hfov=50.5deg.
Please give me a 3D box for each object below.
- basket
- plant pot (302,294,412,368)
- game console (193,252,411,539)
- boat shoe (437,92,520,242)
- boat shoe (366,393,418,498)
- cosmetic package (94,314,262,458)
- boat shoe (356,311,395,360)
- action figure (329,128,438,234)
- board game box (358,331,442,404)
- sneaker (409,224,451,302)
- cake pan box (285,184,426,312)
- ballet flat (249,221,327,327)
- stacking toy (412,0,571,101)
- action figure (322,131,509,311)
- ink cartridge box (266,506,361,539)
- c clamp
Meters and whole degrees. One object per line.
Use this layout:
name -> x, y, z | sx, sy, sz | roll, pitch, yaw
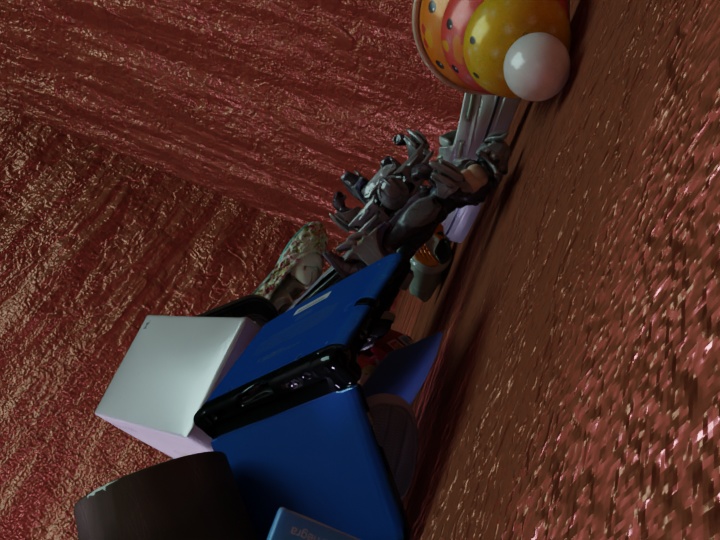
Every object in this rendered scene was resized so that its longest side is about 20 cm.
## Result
basket -> -0.116, 0.241, 0.524 | 0.181, 0.135, 0.202 | 84, 165, -70
plant pot -> -0.034, 0.161, 1.005 | 0.176, 0.198, 0.202 | -159, 91, -81
game console -> -0.027, 0.107, 0.571 | 0.199, 0.118, 0.171 | -28, 20, 46
boat shoe -> 0.117, -0.131, 0.834 | 0.074, 0.066, 0.202 | -63, -8, -67
boat shoe -> -0.009, 0.179, 0.614 | 0.067, 0.073, 0.202 | -100, 28, -71
cosmetic package -> -0.124, 0.146, 0.774 | 0.198, 0.200, 0.124 | -3, 54, 49
boat shoe -> -0.012, 0.066, 0.710 | 0.200, 0.072, 0.063 | 121, 162, -80
action figure -> 0.023, -0.093, 0.834 | 0.130, 0.070, 0.200 | -36, 7, 3
board game box -> 0.002, 0.120, 0.689 | 0.159, 0.039, 0.199 | -63, -21, 15
sneaker -> 0.101, -0.034, 1.139 | 0.201, 0.075, 0.093 | -64, -10, -54
cake pan box -> 0.000, 0.000, 0.889 | 0.184, 0.052, 0.200 | -42, 3, 35
ballet flat -> -0.093, 0.028, 0.984 | 0.201, 0.064, 0.076 | -54, -36, -10
stacking toy -> 0.124, -0.192, 0.622 | 0.201, 0.144, 0.147 | -98, 25, -60
action figure -> 0.064, -0.056, 0.701 | 0.200, 0.069, 0.130 | -44, -16, 3
ink cartridge box -> -0.043, 0.237, 0.361 | 0.146, 0.083, 0.201 | 107, -175, -60
c clamp -> -0.161, 0.126, 0.893 | 0.199, 0.027, 0.173 | -30, -71, -37
